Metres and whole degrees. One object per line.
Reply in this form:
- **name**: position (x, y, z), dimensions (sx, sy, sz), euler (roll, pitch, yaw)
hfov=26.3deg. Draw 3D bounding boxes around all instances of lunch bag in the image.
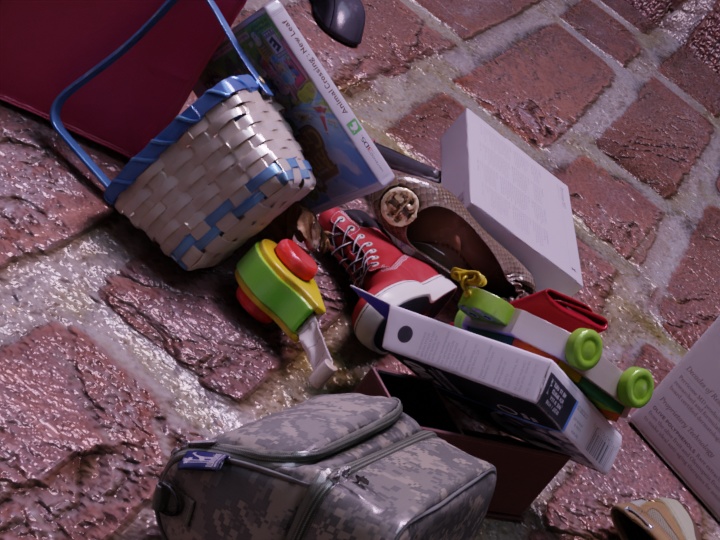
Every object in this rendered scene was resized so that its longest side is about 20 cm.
- **lunch bag**: position (-0.026, 0.161, 1.029), dimensions (0.167, 0.141, 0.199), euler (28, 19, 22)

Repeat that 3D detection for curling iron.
- **curling iron**: position (0.011, -0.139, 1.655), dimensions (0.199, 0.050, 0.026), euler (31, -8, 34)

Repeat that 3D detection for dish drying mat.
- **dish drying mat**: position (0.128, 0.055, 1.375), dimensions (0.076, 0.199, 0.018), euler (22, 65, -28)

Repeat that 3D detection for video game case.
- **video game case**: position (-0.071, -0.134, 1.375), dimensions (0.022, 0.199, 0.183), euler (-39, 101, -28)

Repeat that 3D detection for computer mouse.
- **computer mouse**: position (-0.054, -0.382, 2.056), dimensions (0.140, 0.046, 0.201), euler (28, 26, -23)

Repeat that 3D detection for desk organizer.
- **desk organizer**: position (0.072, 0.143, 1.251), dimensions (0.199, 0.077, 0.072), euler (15, 32, -40)

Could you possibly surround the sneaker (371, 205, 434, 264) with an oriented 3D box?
- **sneaker**: position (0.101, -0.037, 1.637), dimensions (0.199, 0.075, 0.100), euler (2, 48, -40)

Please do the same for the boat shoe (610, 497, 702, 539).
- **boat shoe**: position (0.269, 0.273, 1.318), dimensions (0.075, 0.072, 0.200), euler (8, 27, -23)

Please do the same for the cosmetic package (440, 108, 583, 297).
- **cosmetic package**: position (0.153, -0.064, 1.590), dimensions (0.150, 0.052, 0.201), euler (33, 28, -17)

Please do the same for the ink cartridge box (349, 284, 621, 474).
- **ink cartridge box**: position (0.100, 0.093, 1.283), dimensions (0.199, 0.044, 0.198), euler (21, -12, 33)

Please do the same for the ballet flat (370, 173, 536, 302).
- **ballet flat**: position (0.092, -0.021, 1.470), dimensions (0.199, 0.067, 0.046), euler (39, 19, -19)

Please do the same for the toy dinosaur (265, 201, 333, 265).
- **toy dinosaur**: position (-0.075, -0.053, 1.398), dimensions (0.199, 0.060, 0.107), euler (23, -29, 51)

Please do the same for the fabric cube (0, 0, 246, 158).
- **fabric cube**: position (-0.236, -0.254, 1.397), dimensions (0.195, 0.201, 0.200), euler (24, 28, -25)

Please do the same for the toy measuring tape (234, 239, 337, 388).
- **toy measuring tape**: position (-0.065, 0.025, 1.270), dimensions (0.073, 0.074, 0.200), euler (26, 19, -22)

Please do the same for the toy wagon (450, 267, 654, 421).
- **toy wagon**: position (0.140, 0.062, 1.258), dimensions (0.199, 0.040, 0.155), euler (34, -13, -33)

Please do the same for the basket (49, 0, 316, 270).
- **basket**: position (-0.149, -0.110, 1.300), dimensions (0.201, 0.176, 0.139), euler (54, 14, 2)

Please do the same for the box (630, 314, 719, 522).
- **box**: position (0.434, 0.158, 1.599), dimensions (0.198, 0.172, 0.200), euler (0, 43, -53)

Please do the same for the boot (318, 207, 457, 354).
- **boot**: position (0.000, 0.000, 1.424), dimensions (0.144, 0.073, 0.200), euler (41, 16, 9)
